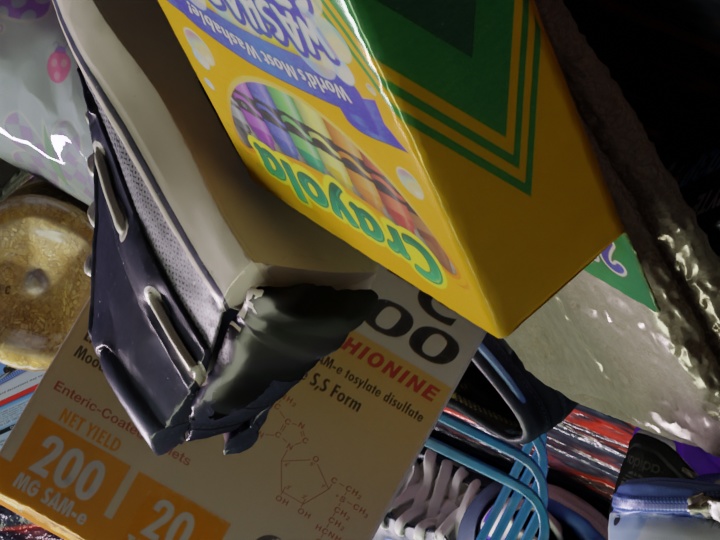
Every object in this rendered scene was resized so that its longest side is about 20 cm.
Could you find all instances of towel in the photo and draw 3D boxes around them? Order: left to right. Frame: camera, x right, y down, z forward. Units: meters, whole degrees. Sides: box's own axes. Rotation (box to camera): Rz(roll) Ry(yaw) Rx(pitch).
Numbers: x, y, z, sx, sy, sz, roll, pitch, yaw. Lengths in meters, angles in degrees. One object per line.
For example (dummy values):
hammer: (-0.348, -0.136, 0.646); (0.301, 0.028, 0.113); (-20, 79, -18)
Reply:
towel: (0.051, -0.032, 0.787); (0.200, 0.034, 0.132); (57, 162, -24)

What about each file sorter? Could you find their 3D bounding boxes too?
file sorter: (0.007, 0.105, 1.146); (0.122, 0.139, 0.200); (26, -167, -3)

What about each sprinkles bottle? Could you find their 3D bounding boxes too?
sprinkles bottle: (-0.113, -0.013, 1.065); (0.068, 0.068, 0.200); (30, -169, -1)

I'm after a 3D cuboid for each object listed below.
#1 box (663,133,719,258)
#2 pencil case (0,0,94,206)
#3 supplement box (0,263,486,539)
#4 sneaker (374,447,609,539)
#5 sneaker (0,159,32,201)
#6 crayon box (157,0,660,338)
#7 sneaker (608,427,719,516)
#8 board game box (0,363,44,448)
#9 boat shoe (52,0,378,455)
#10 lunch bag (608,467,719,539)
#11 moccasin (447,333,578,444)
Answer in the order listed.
box: (0.164, 0.017, 0.816); (0.159, 0.046, 0.200); (33, 166, -8)
pencil case: (-0.140, -0.092, 0.989); (0.199, 0.083, 0.091); (24, 130, 24)
supplement box: (-0.028, 0.021, 0.908); (0.126, 0.201, 0.074); (29, 171, 0)
sneaker: (0.059, 0.130, 1.435); (0.200, 0.081, 0.147); (32, 159, 7)
sneaker: (-0.182, -0.038, 1.061); (0.079, 0.200, 0.079); (32, 136, -4)
crayon box: (-0.003, -0.065, 0.702); (0.126, 0.052, 0.200); (33, 157, 47)
sneaker: (0.163, 0.118, 1.076); (0.069, 0.100, 0.200); (18, 162, 50)
board game box: (-0.178, 0.011, 1.216); (0.200, 0.151, 0.037); (75, 167, -48)
boat shoe: (-0.068, -0.033, 0.841); (0.074, 0.093, 0.200); (6, -135, -35)
lunch bag: (0.163, 0.104, 0.802); (0.160, 0.076, 0.200); (4, 171, 31)
moccasin: (0.000, 0.000, 1.031); (0.199, 0.068, 0.081); (25, 142, 17)
